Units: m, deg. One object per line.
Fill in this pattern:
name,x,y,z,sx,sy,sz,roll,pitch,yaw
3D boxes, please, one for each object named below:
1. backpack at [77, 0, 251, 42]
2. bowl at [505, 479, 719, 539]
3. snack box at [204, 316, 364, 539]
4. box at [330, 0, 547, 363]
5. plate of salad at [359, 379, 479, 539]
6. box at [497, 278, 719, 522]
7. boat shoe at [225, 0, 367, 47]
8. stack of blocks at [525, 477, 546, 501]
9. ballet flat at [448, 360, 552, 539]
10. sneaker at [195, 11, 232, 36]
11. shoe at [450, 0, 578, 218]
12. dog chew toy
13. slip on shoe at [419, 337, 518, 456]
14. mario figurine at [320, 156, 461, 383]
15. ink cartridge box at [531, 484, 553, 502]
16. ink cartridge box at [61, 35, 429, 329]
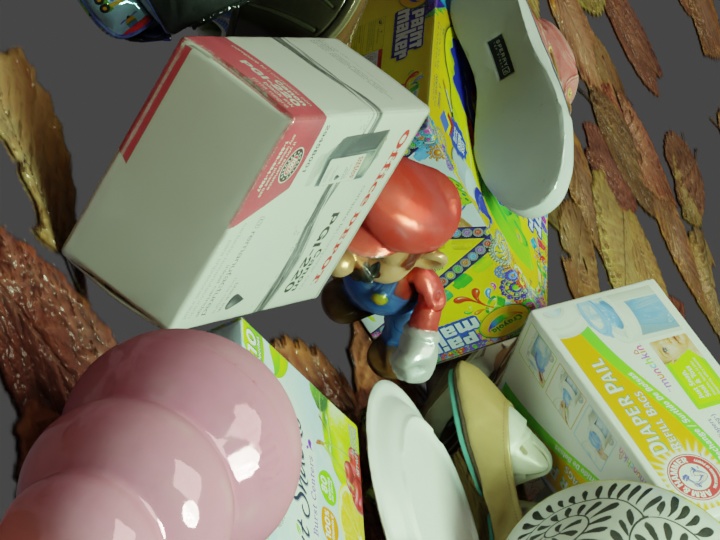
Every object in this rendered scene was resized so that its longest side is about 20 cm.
backpack,-0.127,-0.251,1.411,0.183,0.135,0.200,60,9,-29
bowl,0.154,0.240,1.500,0.094,0.201,0.201,-17,87,-61
snack box,-0.049,0.147,1.345,0.142,0.053,0.200,45,31,-46
box,0.041,-0.071,1.690,0.193,0.122,0.200,57,23,-34
plate of salad,0.035,0.170,1.545,0.200,0.048,0.200,-19,90,-75
box,0.196,0.119,1.622,0.112,0.101,0.200,-14,53,-30
boat shoe,-0.044,-0.138,1.473,0.072,0.200,0.068,38,13,21
stack of blocks,0.181,0.158,1.841,0.200,0.115,0.059,60,22,-27
ballet flat,0.110,0.154,1.620,0.069,0.063,0.200,-49,128,-75
sneaker,-0.076,-0.174,1.567,0.200,0.077,0.076,65,0,-73
shoe,0.122,-0.113,1.654,0.091,0.071,0.200,34,37,-50
dog chew toy,-0.108,0.108,1.143,0.125,0.125,0.200,65,28,-12
slip on shoe,0.069,0.071,1.725,0.061,0.076,0.200,26,34,10
mario figurine,0.000,0.000,1.510,0.200,0.123,0.106,93,14,-61
ink cartridge box,0.203,0.234,1.762,0.083,0.147,0.200,32,-16,51
ink cartridge box,-0.060,-0.053,1.342,0.085,0.146,0.200,36,18,14
